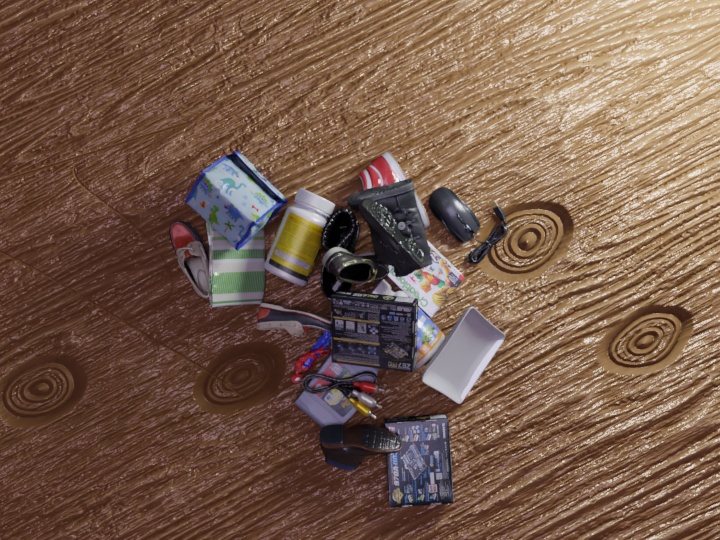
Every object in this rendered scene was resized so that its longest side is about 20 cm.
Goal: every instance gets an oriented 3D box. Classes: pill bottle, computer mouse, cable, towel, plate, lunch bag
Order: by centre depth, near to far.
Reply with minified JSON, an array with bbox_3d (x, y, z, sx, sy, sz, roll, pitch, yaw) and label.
[{"bbox_3d":[-0.268,-0.174,1.588,0.170,0.200,0.127,44,124,-3],"label":"lunch bag"},{"bbox_3d":[0.235,0.195,1.619,0.032,0.199,0.202,34,89,43],"label":"plate"},{"bbox_3d":[-0.139,-0.078,1.620,0.112,0.114,0.205,23,91,-1],"label":"pill bottle"},{"bbox_3d":[-0.037,0.269,1.624,0.195,0.050,0.100,19,90,-3],"label":"cable"},{"bbox_3d":[0.094,0.122,1.627,0.112,0.112,0.200,-44,92,0],"label":"pill bottle"},{"bbox_3d":[-0.289,-0.021,1.630,0.149,0.023,0.207,-2,90,-38],"label":"towel"},{"bbox_3d":[0.263,-0.131,1.656,0.139,0.046,0.202,-37,91,2],"label":"computer mouse"}]

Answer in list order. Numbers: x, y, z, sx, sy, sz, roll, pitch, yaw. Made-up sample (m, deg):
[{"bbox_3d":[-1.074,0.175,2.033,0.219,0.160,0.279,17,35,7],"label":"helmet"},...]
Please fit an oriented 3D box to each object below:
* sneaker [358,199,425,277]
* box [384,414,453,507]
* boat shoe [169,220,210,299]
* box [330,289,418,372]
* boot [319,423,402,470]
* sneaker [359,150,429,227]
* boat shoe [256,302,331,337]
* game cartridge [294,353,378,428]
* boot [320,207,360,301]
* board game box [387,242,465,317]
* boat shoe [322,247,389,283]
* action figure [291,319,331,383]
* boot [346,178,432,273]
[{"bbox_3d":[0.054,-0.064,1.542,0.090,0.076,0.201,-34,101,32],"label":"sneaker"},{"bbox_3d":[0.139,0.454,1.666,0.154,0.046,0.207,-4,91,0],"label":"box"},{"bbox_3d":[-0.394,-0.026,1.638,0.070,0.063,0.204,-25,90,2],"label":"boat shoe"},{"bbox_3d":[0.031,0.135,1.564,0.194,0.049,0.166,4,106,16],"label":"box"},{"bbox_3d":[0.000,0.419,1.645,0.194,0.076,0.099,6,130,5],"label":"boot"},{"bbox_3d":[0.074,-0.167,1.642,0.111,0.071,0.203,-32,84,-3],"label":"sneaker"},{"bbox_3d":[-0.154,0.123,1.628,0.194,0.071,0.064,10,81,20],"label":"boat shoe"},{"bbox_3d":[-0.050,0.279,1.668,0.132,0.041,0.202,38,91,-5],"label":"game cartridge"},{"bbox_3d":[-0.053,-0.033,1.599,0.077,0.158,0.218,9,91,3],"label":"boot"},{"bbox_3d":[0.137,-0.004,1.663,0.199,0.035,0.127,42,91,-1],"label":"board game box"},{"bbox_3d":[0.000,0.000,1.560,0.072,0.198,0.061,-55,52,23],"label":"boat shoe"},{"bbox_3d":[-0.097,0.184,1.651,0.052,0.065,0.201,41,90,15],"label":"action figure"},{"bbox_3d":[0.068,-0.090,1.602,0.160,0.066,0.205,-11,112,14],"label":"boot"}]
